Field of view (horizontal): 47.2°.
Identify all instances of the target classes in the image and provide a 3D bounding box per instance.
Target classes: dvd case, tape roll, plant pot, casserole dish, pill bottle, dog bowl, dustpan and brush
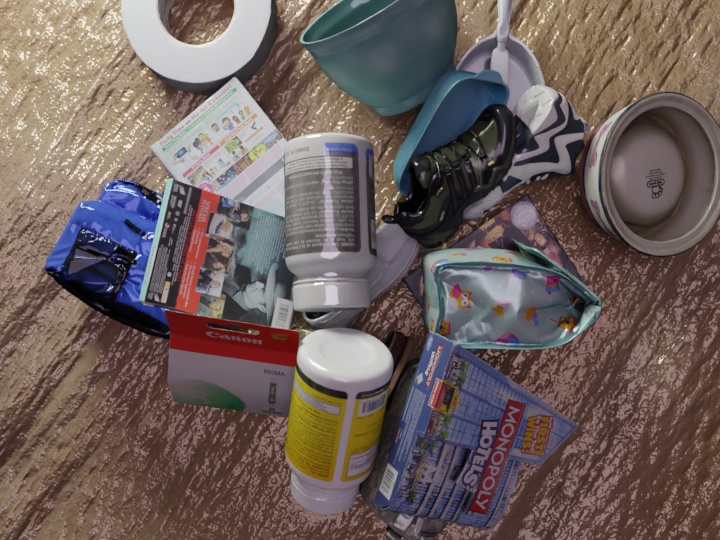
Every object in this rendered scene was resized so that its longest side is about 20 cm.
[{"bbox_3d":[-0.156,-0.010,0.992,0.198,0.022,0.148,16,82,-34],"label":"dvd case"},{"bbox_3d":[-0.211,-0.340,1.090,0.197,0.066,0.204,0,90,1],"label":"tape roll"},{"bbox_3d":[0.042,-0.282,1.038,0.199,0.201,0.135,-33,116,0],"label":"plant pot"},{"bbox_3d":[0.109,-0.174,1.045,0.039,0.120,0.201,52,127,34],"label":"casserole dish"},{"bbox_3d":[-0.036,-0.054,0.996,0.112,0.114,0.204,-1,84,1],"label":"pill bottle"},{"bbox_3d":[0.367,-0.121,1.052,0.197,0.074,0.204,-2,96,-20],"label":"dog bowl"},{"bbox_3d":[-0.030,0.179,0.966,0.111,0.113,0.203,10,115,1],"label":"pill bottle"},{"bbox_3d":[0.183,-0.280,1.087,0.137,0.057,0.204,4,89,1],"label":"dustpan and brush"}]

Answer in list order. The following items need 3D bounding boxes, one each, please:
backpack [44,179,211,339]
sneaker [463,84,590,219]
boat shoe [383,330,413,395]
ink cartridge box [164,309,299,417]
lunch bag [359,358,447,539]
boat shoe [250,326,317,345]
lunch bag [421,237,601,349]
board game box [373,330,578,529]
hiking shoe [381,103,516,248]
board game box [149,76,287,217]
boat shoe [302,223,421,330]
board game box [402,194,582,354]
[{"bbox_3d":[-0.263,-0.006,1.038,0.198,0.163,0.170,28,86,2],"label":"backpack"},{"bbox_3d":[0.220,-0.134,1.073,0.128,0.080,0.200,16,117,-36],"label":"sneaker"},{"bbox_3d":[-0.001,0.165,1.077,0.070,0.070,0.202,28,90,-1],"label":"boat shoe"},{"bbox_3d":[-0.154,0.119,0.995,0.158,0.201,0.051,9,64,-2],"label":"ink cartridge box"},{"bbox_3d":[0.083,0.225,1.027,0.138,0.168,0.202,28,90,1],"label":"lunch bag"},{"bbox_3d":[-0.058,0.105,1.057,0.199,0.073,0.061,6,54,21],"label":"boat shoe"},{"bbox_3d":[0.177,0.027,0.993,0.196,0.170,0.124,-2,97,1],"label":"lunch bag"},{"bbox_3d":[0.138,0.193,0.922,0.197,0.062,0.203,17,92,-25],"label":"board game box"},{"bbox_3d":[0.112,-0.121,1.007,0.201,0.100,0.076,-56,46,12],"label":"hiking shoe"},{"bbox_3d":[-0.156,-0.126,1.088,0.147,0.064,0.201,-38,90,-1],"label":"board game box"},{"bbox_3d":[0.000,0.000,1.075,0.199,0.069,0.072,-40,69,3],"label":"boat shoe"},{"bbox_3d":[0.174,0.012,1.096,0.199,0.035,0.136,-34,89,0],"label":"board game box"}]
